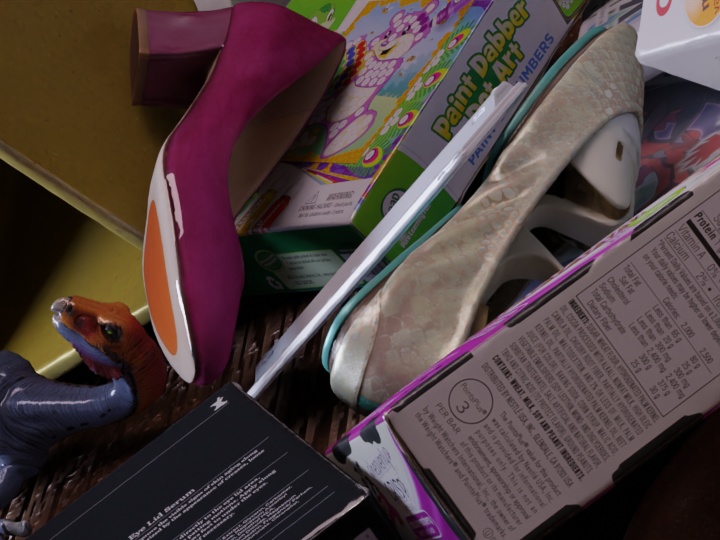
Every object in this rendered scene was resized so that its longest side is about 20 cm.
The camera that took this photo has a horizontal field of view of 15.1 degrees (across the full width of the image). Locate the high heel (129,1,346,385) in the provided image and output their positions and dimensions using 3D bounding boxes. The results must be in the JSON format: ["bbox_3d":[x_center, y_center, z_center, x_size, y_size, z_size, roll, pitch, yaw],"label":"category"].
[{"bbox_3d":[-0.041,-0.036,1.113,0.096,0.068,0.201,2,53,-12],"label":"high heel"}]

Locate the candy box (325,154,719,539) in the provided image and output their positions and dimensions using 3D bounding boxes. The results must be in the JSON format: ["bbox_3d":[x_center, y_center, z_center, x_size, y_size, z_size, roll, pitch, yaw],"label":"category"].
[{"bbox_3d":[0.091,0.017,0.851,0.200,0.061,0.136,-35,-2,-12],"label":"candy box"}]

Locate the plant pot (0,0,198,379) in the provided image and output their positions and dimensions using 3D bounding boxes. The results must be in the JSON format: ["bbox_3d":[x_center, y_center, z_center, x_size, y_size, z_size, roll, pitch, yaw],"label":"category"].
[{"bbox_3d":[-0.181,-0.082,1.223,0.195,0.194,0.201,-30,36,40],"label":"plant pot"}]

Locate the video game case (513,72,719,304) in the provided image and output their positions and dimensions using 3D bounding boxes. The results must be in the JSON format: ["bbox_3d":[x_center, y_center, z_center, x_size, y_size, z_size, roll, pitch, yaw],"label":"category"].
[{"bbox_3d":[0.106,-0.025,1.041,0.182,0.023,0.200,-3,37,52],"label":"video game case"}]

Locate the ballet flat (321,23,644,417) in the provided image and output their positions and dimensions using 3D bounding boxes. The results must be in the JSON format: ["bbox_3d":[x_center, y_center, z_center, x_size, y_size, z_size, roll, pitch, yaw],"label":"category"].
[{"bbox_3d":[0.063,-0.010,0.975,0.062,0.068,0.200,29,58,20],"label":"ballet flat"}]

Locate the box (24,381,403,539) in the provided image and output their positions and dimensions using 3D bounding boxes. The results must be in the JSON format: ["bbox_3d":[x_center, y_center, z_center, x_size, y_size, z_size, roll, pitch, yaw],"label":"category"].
[{"bbox_3d":[-0.080,0.139,0.879,0.200,0.079,0.141,-37,24,-9],"label":"box"}]

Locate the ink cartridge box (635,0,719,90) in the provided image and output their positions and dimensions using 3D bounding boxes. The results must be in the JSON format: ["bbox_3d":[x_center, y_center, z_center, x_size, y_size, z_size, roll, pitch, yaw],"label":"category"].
[{"bbox_3d":[0.185,-0.120,0.876,0.200,0.125,0.129,-10,67,64],"label":"ink cartridge box"}]

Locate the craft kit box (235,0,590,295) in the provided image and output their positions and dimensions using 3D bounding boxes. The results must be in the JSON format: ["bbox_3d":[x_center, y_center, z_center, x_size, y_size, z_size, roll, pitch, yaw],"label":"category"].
[{"bbox_3d":[0.005,-0.078,1.200,0.200,0.049,0.198,-5,44,56],"label":"craft kit box"}]

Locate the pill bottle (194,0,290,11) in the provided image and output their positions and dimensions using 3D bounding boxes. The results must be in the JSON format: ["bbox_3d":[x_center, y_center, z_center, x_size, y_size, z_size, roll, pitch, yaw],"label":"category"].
[{"bbox_3d":[-0.122,-0.096,1.382,0.199,0.116,0.116,-21,25,28],"label":"pill bottle"}]

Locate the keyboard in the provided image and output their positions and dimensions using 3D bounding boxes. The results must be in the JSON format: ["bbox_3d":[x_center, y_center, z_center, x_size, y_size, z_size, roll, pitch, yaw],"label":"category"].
[{"bbox_3d":[0.000,0.000,1.038,0.200,0.011,0.056,-49,6,43],"label":"keyboard"}]

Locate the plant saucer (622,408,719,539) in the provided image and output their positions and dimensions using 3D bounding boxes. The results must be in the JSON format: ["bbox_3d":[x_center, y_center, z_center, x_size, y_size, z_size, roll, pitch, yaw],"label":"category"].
[{"bbox_3d":[0.165,0.066,0.751,0.200,0.037,0.201,-28,22,12],"label":"plant saucer"}]

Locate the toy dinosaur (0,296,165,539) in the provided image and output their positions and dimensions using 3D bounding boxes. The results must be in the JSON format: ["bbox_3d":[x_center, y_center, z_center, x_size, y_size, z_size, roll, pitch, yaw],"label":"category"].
[{"bbox_3d":[-0.167,0.050,1.160,0.181,0.105,0.200,-15,15,6],"label":"toy dinosaur"}]

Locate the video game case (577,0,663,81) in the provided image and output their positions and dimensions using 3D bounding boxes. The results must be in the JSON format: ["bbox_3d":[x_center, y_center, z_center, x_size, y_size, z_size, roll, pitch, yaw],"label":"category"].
[{"bbox_3d":[0.174,-0.136,1.124,0.182,0.022,0.200,-27,10,13],"label":"video game case"}]
